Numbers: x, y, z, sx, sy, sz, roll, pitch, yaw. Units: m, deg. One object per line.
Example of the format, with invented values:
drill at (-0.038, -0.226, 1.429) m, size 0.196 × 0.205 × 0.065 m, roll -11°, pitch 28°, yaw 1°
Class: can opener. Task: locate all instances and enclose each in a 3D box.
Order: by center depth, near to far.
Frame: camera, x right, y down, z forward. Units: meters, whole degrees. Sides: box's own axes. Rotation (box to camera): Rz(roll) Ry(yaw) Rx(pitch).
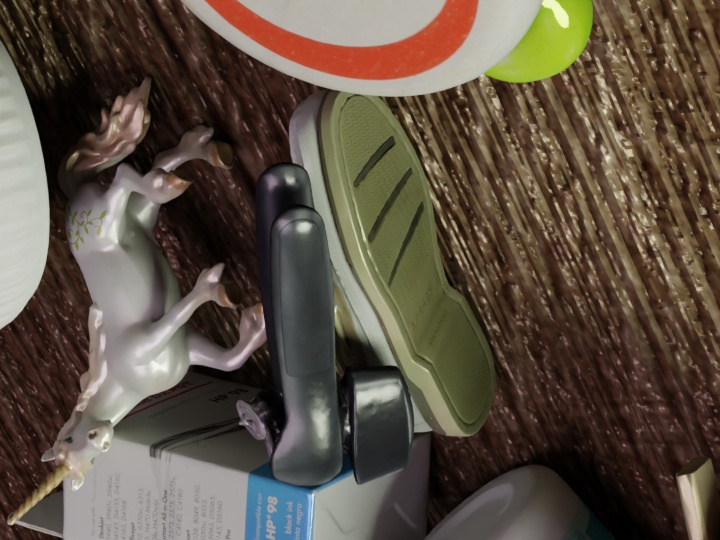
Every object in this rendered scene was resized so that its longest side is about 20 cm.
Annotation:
can opener at (-0.025, 0.027, 1.202) m, size 0.063 × 0.078 × 0.201 m, roll -122°, pitch 15°, yaw -44°

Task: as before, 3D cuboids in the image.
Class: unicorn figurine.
unicorn figurine at (-0.111, 0.018, 1.299) m, size 0.137 × 0.201 × 0.074 m, roll -26°, pitch 149°, yaw 34°

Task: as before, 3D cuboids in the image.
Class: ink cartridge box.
ink cartridge box at (-0.077, 0.108, 1.363) m, size 0.199 × 0.116 × 0.067 m, roll 12°, pitch 109°, yaw 31°

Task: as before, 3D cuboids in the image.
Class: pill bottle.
pill bottle at (0.116, 0.203, 1.311) m, size 0.200 × 0.111 × 0.111 m, roll 48°, pitch 141°, yaw -10°

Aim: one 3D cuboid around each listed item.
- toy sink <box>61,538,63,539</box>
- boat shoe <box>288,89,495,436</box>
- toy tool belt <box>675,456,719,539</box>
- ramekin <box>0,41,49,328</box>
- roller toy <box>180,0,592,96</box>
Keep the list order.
toy sink at (-0.130, 0.212, 1.520) m, size 0.130 × 0.112 × 0.200 m, roll 46°, pitch 136°, yaw -7°
boat shoe at (0.000, 0.000, 1.243) m, size 0.068 × 0.075 × 0.201 m, roll 1°, pitch 128°, yaw 32°
toy tool belt at (0.217, 0.145, 1.172) m, size 0.125 × 0.199 × 0.124 m, roll -33°, pitch 62°, yaw 33°
ramekin at (-0.237, -0.047, 1.316) m, size 0.200 × 0.105 × 0.201 m, roll 34°, pitch 131°, yaw 51°
roller toy at (0.006, -0.176, 1.019) m, size 0.181 × 0.140 × 0.201 m, roll 10°, pitch 142°, yaw 24°
